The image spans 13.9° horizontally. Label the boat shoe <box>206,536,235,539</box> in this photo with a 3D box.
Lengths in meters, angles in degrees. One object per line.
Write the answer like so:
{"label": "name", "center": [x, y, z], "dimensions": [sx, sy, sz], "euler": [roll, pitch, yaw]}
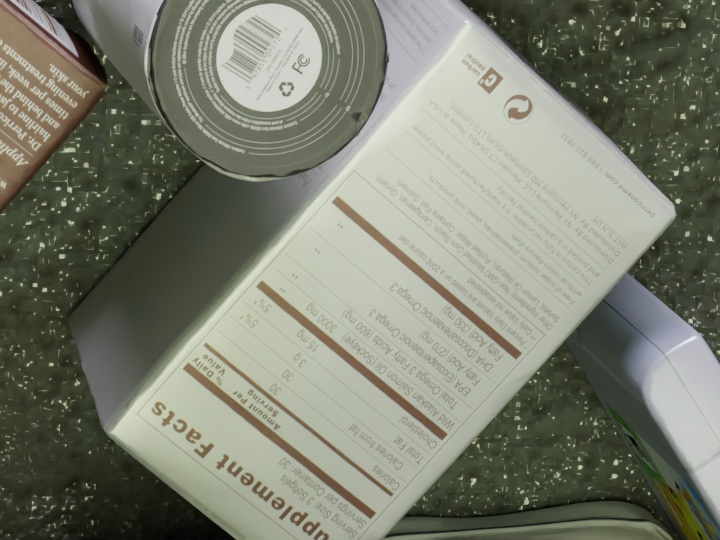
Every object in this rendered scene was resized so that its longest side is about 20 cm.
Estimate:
{"label": "boat shoe", "center": [-0.078, 0.142, 1.173], "dimensions": [0.199, 0.057, 0.067], "euler": [-7, 113, 17]}

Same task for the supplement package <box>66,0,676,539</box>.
{"label": "supplement package", "center": [0.000, 0.000, 1.116], "dimensions": [0.117, 0.117, 0.200], "euler": [40, 97, -23]}

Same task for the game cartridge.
{"label": "game cartridge", "center": [0.148, 0.096, 1.172], "dimensions": [0.040, 0.133, 0.201], "euler": [-34, 111, -7]}

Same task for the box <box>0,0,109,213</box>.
{"label": "box", "center": [-0.195, -0.032, 1.090], "dimensions": [0.100, 0.075, 0.200], "euler": [40, 95, -21]}

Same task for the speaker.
{"label": "speaker", "center": [-0.051, -0.089, 1.032], "dimensions": [0.081, 0.200, 0.082], "euler": [-3, 104, -12]}

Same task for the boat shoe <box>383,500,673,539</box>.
{"label": "boat shoe", "center": [0.038, 0.138, 1.198], "dimensions": [0.199, 0.065, 0.074], "euler": [-14, 111, -6]}
